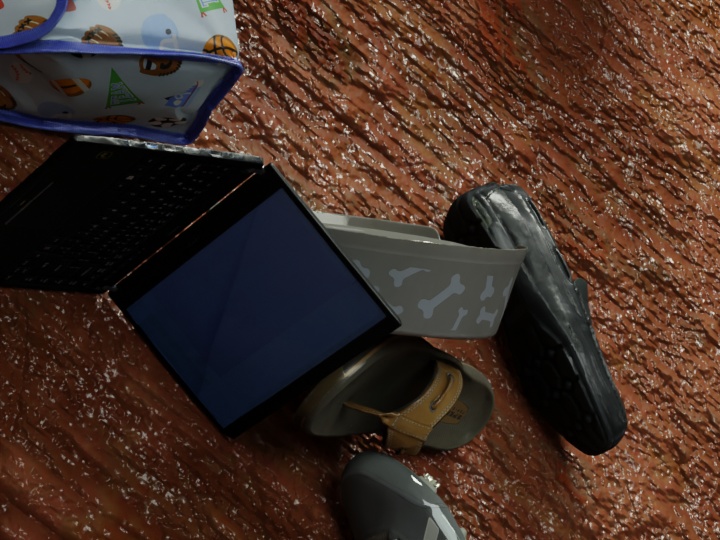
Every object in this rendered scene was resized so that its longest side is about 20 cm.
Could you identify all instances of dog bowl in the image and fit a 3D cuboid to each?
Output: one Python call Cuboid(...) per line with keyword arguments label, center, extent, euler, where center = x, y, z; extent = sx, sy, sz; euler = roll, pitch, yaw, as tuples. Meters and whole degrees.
Cuboid(label="dog bowl", center=(0.000, 0.000, 1.547), extent=(0.200, 0.200, 0.059), euler=(6, 94, -38))

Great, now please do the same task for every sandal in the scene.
Cuboid(label="sandal", center=(0.033, 0.087, 1.561), extent=(0.055, 0.082, 0.200), euler=(45, 11, 30))

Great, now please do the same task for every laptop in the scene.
Cuboid(label="laptop", center=(-0.115, 0.014, 1.440), extent=(0.200, 0.177, 0.104), euler=(5, 61, -39))

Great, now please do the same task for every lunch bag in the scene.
Cuboid(label="lunch bag", center=(-0.183, -0.180, 1.546), extent=(0.199, 0.124, 0.171), euler=(5, 61, -23))

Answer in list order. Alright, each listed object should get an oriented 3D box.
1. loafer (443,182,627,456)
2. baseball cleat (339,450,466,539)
Cuboid(label="loafer", center=(0.130, 0.028, 1.716), extent=(0.070, 0.068, 0.201), euler=(-19, 75, -36))
Cuboid(label="baseball cleat", center=(0.033, 0.207, 1.527), extent=(0.106, 0.070, 0.200), euler=(-29, 84, -46))
